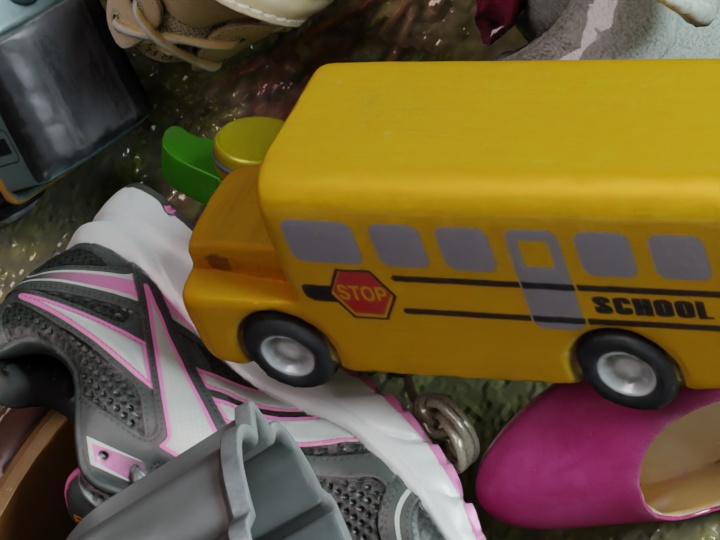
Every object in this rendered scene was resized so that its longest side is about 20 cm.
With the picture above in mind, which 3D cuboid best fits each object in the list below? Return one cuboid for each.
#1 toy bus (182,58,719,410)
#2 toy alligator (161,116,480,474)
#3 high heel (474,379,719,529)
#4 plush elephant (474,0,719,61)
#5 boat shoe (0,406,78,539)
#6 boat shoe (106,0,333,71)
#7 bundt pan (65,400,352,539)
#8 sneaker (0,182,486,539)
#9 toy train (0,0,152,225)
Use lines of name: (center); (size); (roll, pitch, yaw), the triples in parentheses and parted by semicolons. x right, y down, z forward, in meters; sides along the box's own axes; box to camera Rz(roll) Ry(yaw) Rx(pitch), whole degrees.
toy bus: (0.042, -0.013, 0.645); (0.199, 0.079, 0.065); (2, 45, 29)
toy alligator: (0.000, 0.000, 0.761); (0.054, 0.060, 0.200); (-19, 39, -25)
high heel: (0.128, 0.059, 0.647); (0.199, 0.067, 0.096); (-16, 50, 12)
plush elephant: (0.071, -0.123, 0.691); (0.199, 0.155, 0.165); (4, 47, 26)
boat shoe: (-0.141, 0.115, 0.794); (0.070, 0.070, 0.201); (24, 84, 34)
boat shoe: (-0.052, -0.098, 0.791); (0.065, 0.072, 0.200); (-63, 17, 6)
bundt pan: (-0.022, 0.140, 0.573); (0.075, 0.202, 0.203); (-23, 57, 5)
sneaker: (-0.045, 0.064, 0.723); (0.086, 0.081, 0.200); (-34, 54, -24)
toy train: (-0.155, -0.110, 0.838); (0.114, 0.201, 0.085); (-10, 20, 47)
